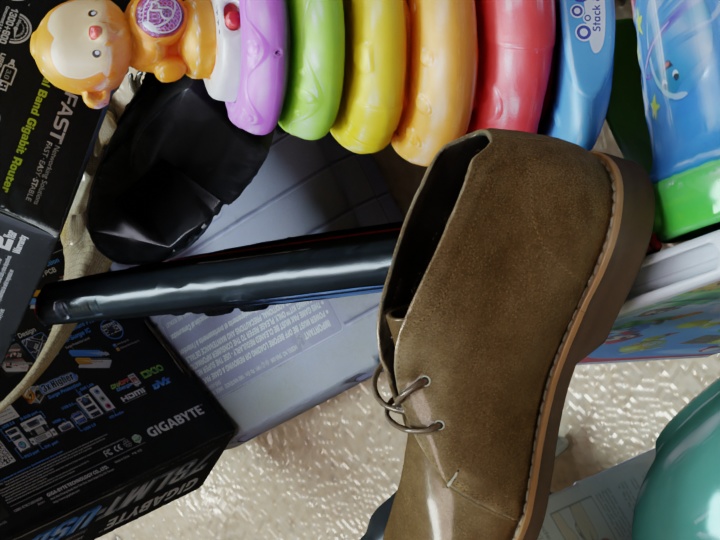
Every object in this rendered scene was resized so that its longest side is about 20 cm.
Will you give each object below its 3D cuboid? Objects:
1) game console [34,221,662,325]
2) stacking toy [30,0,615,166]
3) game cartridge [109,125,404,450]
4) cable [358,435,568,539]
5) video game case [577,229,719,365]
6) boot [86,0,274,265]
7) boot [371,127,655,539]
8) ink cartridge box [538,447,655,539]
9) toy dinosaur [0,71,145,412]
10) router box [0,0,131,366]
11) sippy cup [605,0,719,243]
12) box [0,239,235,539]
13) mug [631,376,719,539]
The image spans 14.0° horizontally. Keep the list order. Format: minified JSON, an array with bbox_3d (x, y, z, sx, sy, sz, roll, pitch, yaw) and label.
[{"bbox_3d":[0.000,0.000,1.137,0.199,0.177,0.031,-8,93,33],"label":"game console"},{"bbox_3d":[-0.017,-0.085,1.036,0.110,0.199,0.117,137,129,-73],"label":"stacking toy"},{"bbox_3d":[-0.049,0.003,1.320,0.200,0.038,0.130,-29,91,49],"label":"game cartridge"},{"bbox_3d":[0.011,0.134,1.207,0.097,0.200,0.050,47,177,46],"label":"cable"},{"bbox_3d":[0.143,0.004,1.039,0.200,0.143,0.018,-21,75,49],"label":"video game case"},{"bbox_3d":[-0.066,-0.073,1.175,0.065,0.201,0.165,20,134,-10],"label":"boot"},{"bbox_3d":[0.028,0.047,0.988,0.074,0.075,0.201,26,99,59],"label":"boot"},{"bbox_3d":[0.116,0.152,1.092,0.047,0.200,0.161,-35,80,28],"label":"ink cartridge box"},{"bbox_3d":[-0.116,-0.022,1.306,0.058,0.201,0.101,18,140,-12],"label":"toy dinosaur"},{"bbox_3d":[-0.136,-0.051,1.129,0.062,0.150,0.200,21,155,-7],"label":"router box"},{"bbox_3d":[0.150,-0.089,1.002,0.177,0.140,0.131,-16,87,20],"label":"sippy cup"},{"bbox_3d":[-0.189,0.044,1.312,0.199,0.200,0.050,48,134,18],"label":"box"},{"bbox_3d":[0.165,0.091,1.049,0.115,0.152,0.185,55,138,14],"label":"mug"}]
